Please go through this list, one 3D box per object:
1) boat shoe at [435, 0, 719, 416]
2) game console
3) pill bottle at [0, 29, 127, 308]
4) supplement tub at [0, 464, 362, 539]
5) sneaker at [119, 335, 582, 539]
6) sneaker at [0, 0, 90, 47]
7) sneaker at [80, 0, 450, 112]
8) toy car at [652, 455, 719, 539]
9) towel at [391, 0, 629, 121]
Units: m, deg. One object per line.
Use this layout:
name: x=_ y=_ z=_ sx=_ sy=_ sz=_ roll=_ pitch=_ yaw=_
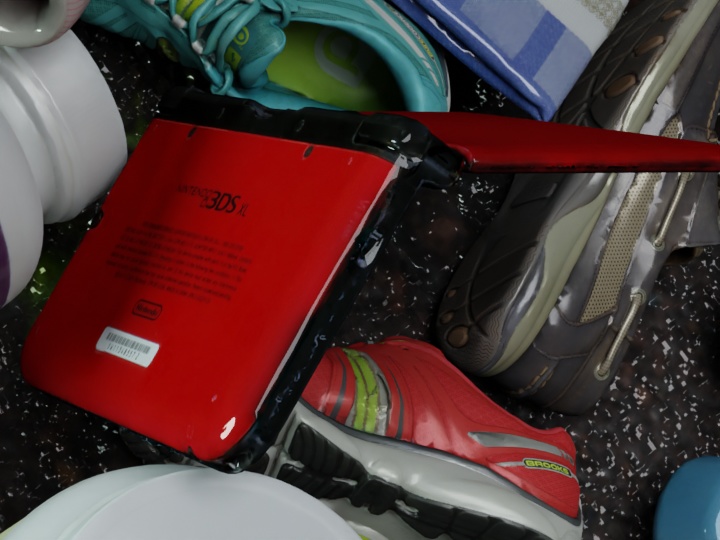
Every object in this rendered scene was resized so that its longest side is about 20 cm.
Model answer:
boat shoe: x=0.104 y=-0.029 z=1.179 sx=0.073 sy=0.074 sz=0.200 roll=40 pitch=71 yaw=-20
game console: x=0.000 y=0.000 z=0.984 sx=0.119 sy=0.200 sz=0.173 roll=33 pitch=82 yaw=-24
pill bottle: x=-0.181 y=-0.016 z=1.022 sx=0.200 sy=0.112 sz=0.112 roll=-35 pitch=90 yaw=-28
supplement tub: x=-0.077 y=0.144 z=0.970 sx=0.145 sy=0.200 sz=0.145 roll=7 pitch=72 yaw=-22
sneaker: x=-0.007 y=0.055 z=1.111 sx=0.200 sy=0.077 sz=0.085 roll=27 pitch=46 yaw=-15
sneaker: x=-0.142 y=-0.159 z=0.978 sx=0.200 sy=0.075 sz=0.105 roll=56 pitch=33 yaw=-33
sneaker: x=-0.052 y=-0.103 z=1.107 sx=0.200 sy=0.080 sz=0.078 roll=23 pitch=110 yaw=-15
toy car: x=0.254 y=0.102 z=1.170 sx=0.200 sy=0.184 sz=0.177 roll=44 pitch=59 yaw=-38
towel: x=0.056 y=-0.160 z=1.188 sx=0.147 sy=0.024 sz=0.200 roll=40 pitch=47 yaw=-8
